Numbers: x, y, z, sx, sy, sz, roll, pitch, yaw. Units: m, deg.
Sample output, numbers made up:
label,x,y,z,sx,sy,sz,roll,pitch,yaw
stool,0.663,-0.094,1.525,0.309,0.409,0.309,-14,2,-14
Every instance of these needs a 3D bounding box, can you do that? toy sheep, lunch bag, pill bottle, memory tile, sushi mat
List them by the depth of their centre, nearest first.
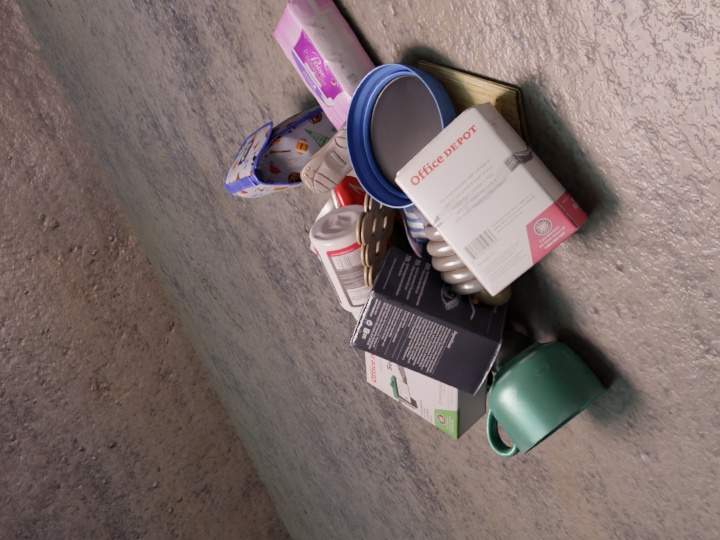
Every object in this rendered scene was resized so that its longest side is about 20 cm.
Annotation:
label,x,y,z,sx,sy,sz,roll,pitch,yaw
sushi mat,0.149,-0.220,1.344,0.200,0.012,0.096,30,146,48
toy sheep,0.158,-0.040,1.425,0.200,0.138,0.138,65,157,-7
memory tile,0.028,-0.089,1.563,0.017,0.200,0.153,7,143,14
pill bottle,0.000,0.000,1.671,0.111,0.111,0.200,26,147,52
lunch bag,-0.127,-0.196,1.705,0.124,0.200,0.170,61,159,-10

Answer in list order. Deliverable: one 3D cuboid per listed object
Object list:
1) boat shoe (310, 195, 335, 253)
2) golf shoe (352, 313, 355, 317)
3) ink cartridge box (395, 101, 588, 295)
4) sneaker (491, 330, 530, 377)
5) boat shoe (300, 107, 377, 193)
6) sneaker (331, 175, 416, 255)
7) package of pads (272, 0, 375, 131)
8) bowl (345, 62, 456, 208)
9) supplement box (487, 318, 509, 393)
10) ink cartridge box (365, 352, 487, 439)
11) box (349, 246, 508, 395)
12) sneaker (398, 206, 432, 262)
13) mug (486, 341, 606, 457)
label,x,y,z,sx,sy,sz,roll,pitch,yaw
boat shoe,-0.048,-0.076,1.891,0.068,0.072,0.200,31,147,6
golf shoe,0.009,0.014,1.804,0.092,0.075,0.200,124,129,-70
ink cartridge box,0.166,-0.094,1.275,0.147,0.083,0.200,-41,87,27
sneaker,0.246,0.182,1.572,0.089,0.074,0.200,-105,0,-51
boat shoe,-0.010,-0.198,1.540,0.075,0.200,0.073,50,-154,-18
sneaker,0.035,-0.089,1.702,0.200,0.077,0.085,48,154,-7
package of pads,-0.048,-0.323,1.531,0.200,0.076,0.121,57,161,1
bowl,0.058,-0.189,1.408,0.201,0.039,0.201,14,109,47
supplement box,0.189,0.101,1.637,0.109,0.061,0.200,30,147,46
ink cartridge box,0.103,0.156,1.621,0.200,0.084,0.146,29,140,33
box,0.105,0.071,1.473,0.200,0.148,0.104,23,121,2
sneaker,0.113,-0.090,1.501,0.200,0.081,0.146,61,165,6
mug,0.249,0.185,1.463,0.114,0.185,0.152,53,-178,15
